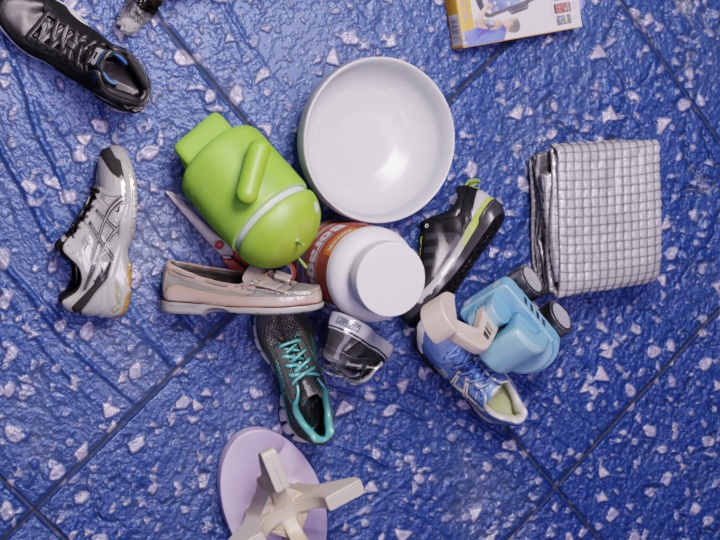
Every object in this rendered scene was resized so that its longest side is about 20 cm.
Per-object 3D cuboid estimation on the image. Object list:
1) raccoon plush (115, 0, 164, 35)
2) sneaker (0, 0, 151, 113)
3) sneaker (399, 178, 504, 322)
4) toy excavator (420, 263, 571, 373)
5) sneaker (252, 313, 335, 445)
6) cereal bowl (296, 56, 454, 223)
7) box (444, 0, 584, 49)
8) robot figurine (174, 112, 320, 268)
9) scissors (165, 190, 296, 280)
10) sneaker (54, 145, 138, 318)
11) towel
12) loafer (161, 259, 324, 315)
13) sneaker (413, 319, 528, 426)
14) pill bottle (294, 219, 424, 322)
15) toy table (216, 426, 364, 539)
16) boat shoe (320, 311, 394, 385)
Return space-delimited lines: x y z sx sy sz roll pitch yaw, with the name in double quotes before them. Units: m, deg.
"raccoon plush" -0.182 -0.340 1.535 0.134 0.097 0.200 30 114 -34
"sneaker" -0.313 -0.251 1.458 0.199 0.112 0.073 34 83 -20
"sneaker" 0.103 -0.026 1.676 0.083 0.072 0.201 38 90 18
"toy excavator" 0.165 0.071 1.620 0.100 0.200 0.195 -34 106 29
"sneaker" -0.071 0.125 1.595 0.077 0.091 0.201 -23 108 -16
"cereal bowl" 0.011 -0.159 1.604 0.198 0.083 0.202 -1 93 -21
"box" 0.204 -0.360 1.682 0.198 0.041 0.120 -13 100 -17
"robot figurine" -0.128 -0.087 1.522 0.115 0.176 0.200 -40 76 -10
"scissors" -0.167 -0.018 1.588 0.199 0.014 0.073 31 98 -17
"sneaker" -0.306 -0.045 1.503 0.087 0.076 0.202 2 94 -21
"towel" 0.307 -0.074 1.729 0.164 0.086 0.202 -7 100 -18
"loafer" -0.142 0.018 1.537 0.198 0.072 0.064 -1 97 13
"sneaker" 0.148 0.127 1.687 0.200 0.077 0.076 44 81 -23
"pill bottle" 0.000 0.000 1.556 0.111 0.200 0.113 -2 96 -20
"toy table" -0.093 0.295 1.598 0.183 0.117 0.201 -37 106 -14
"boat shoe" -0.008 0.102 1.577 0.073 0.199 0.069 23 84 9
